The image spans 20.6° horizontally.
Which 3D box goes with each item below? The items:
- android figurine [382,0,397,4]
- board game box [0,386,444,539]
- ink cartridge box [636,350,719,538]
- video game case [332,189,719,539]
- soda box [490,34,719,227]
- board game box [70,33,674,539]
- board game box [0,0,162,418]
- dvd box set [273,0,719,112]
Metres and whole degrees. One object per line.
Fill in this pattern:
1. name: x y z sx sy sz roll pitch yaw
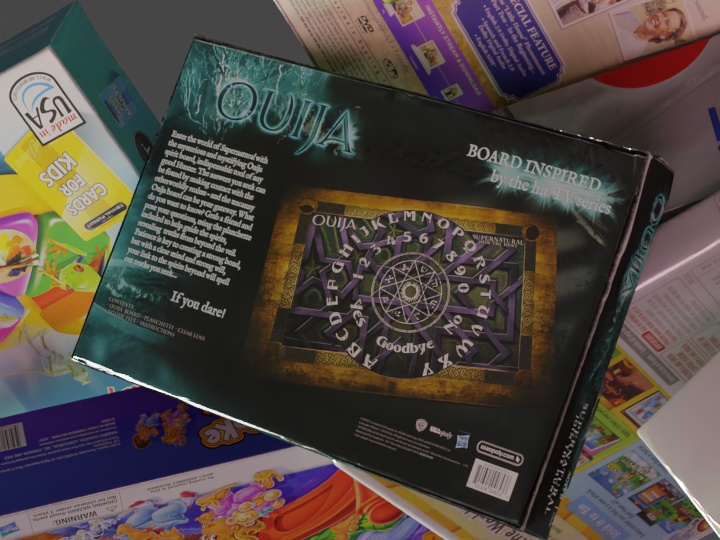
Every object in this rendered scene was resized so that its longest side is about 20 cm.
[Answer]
1. android figurine: -0.004 -0.194 0.642 0.181 0.041 0.201 -32 106 8
2. board game box: -0.048 0.095 0.804 0.198 0.045 0.135 -13 143 -9
3. ink cartridge box: 0.214 0.034 0.704 0.200 0.083 0.147 -45 145 8
4. video game case: 0.109 0.059 0.773 0.181 0.023 0.200 -31 143 15
5. soda box: 0.119 -0.037 0.735 0.199 0.069 0.063 -18 149 14
6. board game box: 0.000 0.000 0.713 0.199 0.028 0.136 18 84 30
7. board game box: -0.127 0.010 0.828 0.150 0.047 0.201 -25 114 21
8. dvd box set: 0.061 -0.133 0.725 0.199 0.029 0.147 -25 115 21
